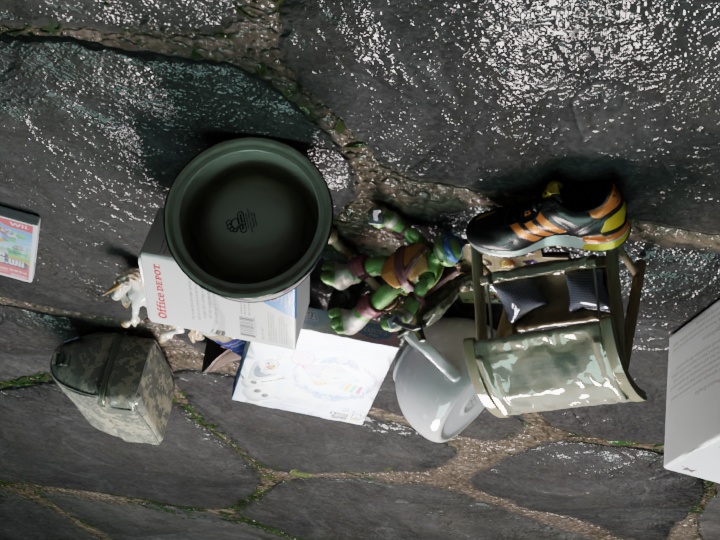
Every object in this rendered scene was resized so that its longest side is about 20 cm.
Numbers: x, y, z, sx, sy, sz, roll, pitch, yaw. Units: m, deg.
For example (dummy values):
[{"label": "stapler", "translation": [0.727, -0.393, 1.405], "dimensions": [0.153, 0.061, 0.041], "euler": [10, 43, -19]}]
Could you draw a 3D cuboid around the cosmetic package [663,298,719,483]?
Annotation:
[{"label": "cosmetic package", "translation": [0.516, 0.168, 1.695], "dimensions": [0.163, 0.203, 0.165], "euler": [15, 154, -11]}]

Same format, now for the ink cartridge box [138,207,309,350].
[{"label": "ink cartridge box", "translation": [-0.167, 0.010, 1.600], "dimensions": [0.197, 0.085, 0.147], "euler": [11, 143, 5]}]

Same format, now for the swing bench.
[{"label": "swing bench", "translation": [0.240, 0.063, 1.572], "dimensions": [0.197, 0.203, 0.130], "euler": [-12, 145, 31]}]

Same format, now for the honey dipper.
[{"label": "honey dipper", "translation": [0.000, 0.000, 1.732], "dimensions": [0.038, 0.038, 0.200], "euler": [-8, 145, 31]}]

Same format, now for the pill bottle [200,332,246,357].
[{"label": "pill bottle", "translation": [-0.142, 0.079, 1.845], "dimensions": [0.110, 0.112, 0.199], "euler": [-14, 145, 38]}]

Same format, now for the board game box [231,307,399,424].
[{"label": "board game box", "translation": [-0.065, 0.130, 1.775], "dimensions": [0.197, 0.044, 0.200], "euler": [12, 140, -10]}]

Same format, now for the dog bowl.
[{"label": "dog bowl", "translation": [-0.128, -0.052, 1.497], "dimensions": [0.197, 0.203, 0.074], "euler": [8, 161, 4]}]

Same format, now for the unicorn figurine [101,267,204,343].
[{"label": "unicorn figurine", "translation": [-0.311, 0.047, 1.901], "dimensions": [0.197, 0.075, 0.137], "euler": [7, 147, -27]}]

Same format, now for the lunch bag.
[{"label": "lunch bag", "translation": [-0.415, 0.192, 2.126], "dimensions": [0.165, 0.141, 0.201], "euler": [4, 152, 9]}]

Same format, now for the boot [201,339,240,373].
[{"label": "boot", "translation": [-0.142, 0.142, 2.035], "dimensions": [0.197, 0.065, 0.186], "euler": [15, 155, -21]}]

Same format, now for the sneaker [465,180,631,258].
[{"label": "sneaker", "translation": [0.215, -0.071, 1.496], "dimensions": [0.197, 0.071, 0.091], "euler": [-1, 136, 21]}]

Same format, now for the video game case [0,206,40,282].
[{"label": "video game case", "translation": [-0.538, -0.046, 1.842], "dimensions": [0.141, 0.018, 0.200], "euler": [16, 152, -10]}]

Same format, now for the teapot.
[{"label": "teapot", "translation": [0.114, 0.138, 1.835], "dimensions": [0.146, 0.196, 0.201], "euler": [40, 131, 20]}]

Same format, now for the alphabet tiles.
[{"label": "alphabet tiles", "translation": [0.186, 0.004, 1.706], "dimensions": [0.197, 0.006, 0.167], "euler": [1, 151, 18]}]

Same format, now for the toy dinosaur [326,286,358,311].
[{"label": "toy dinosaur", "translation": [-0.021, 0.068, 1.812], "dimensions": [0.076, 0.103, 0.201], "euler": [-12, 137, 19]}]

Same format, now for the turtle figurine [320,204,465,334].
[{"label": "turtle figurine", "translation": [0.019, 0.002, 1.596], "dimensions": [0.193, 0.200, 0.145], "euler": [-28, 98, 39]}]

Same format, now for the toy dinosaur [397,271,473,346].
[{"label": "toy dinosaur", "translation": [0.086, 0.052, 1.657], "dimensions": [0.088, 0.200, 0.048], "euler": [-26, 101, 35]}]
